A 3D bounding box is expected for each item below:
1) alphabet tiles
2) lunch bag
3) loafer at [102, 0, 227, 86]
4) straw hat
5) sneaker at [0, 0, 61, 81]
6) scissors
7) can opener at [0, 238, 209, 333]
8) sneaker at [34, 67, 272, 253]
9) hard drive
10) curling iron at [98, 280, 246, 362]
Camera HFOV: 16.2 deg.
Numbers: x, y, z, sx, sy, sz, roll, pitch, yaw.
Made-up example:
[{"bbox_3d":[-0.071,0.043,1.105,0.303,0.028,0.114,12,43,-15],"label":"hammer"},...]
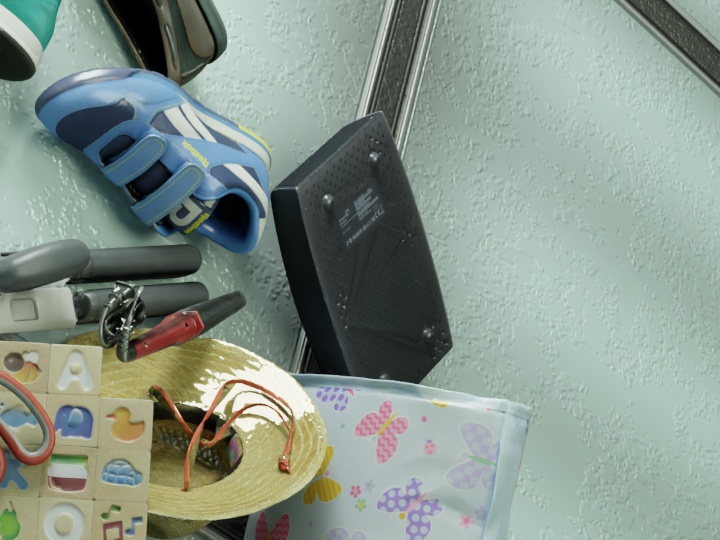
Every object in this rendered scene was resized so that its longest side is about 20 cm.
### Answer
[{"bbox_3d":[-0.212,0.137,1.537,0.166,0.006,0.201,3,67,-5],"label":"alphabet tiles"},{"bbox_3d":[0.027,0.163,1.700,0.127,0.200,0.170,17,79,-41],"label":"lunch bag"},{"bbox_3d":[-0.163,-0.214,1.740,0.200,0.072,0.063,56,50,-21],"label":"loafer"},{"bbox_3d":[-0.127,0.128,1.648,0.200,0.085,0.201,12,35,-9],"label":"straw hat"},{"bbox_3d":[-0.256,-0.230,1.629,0.200,0.083,0.121,48,52,-36],"label":"sneaker"},{"bbox_3d":[-0.269,0.051,1.528,0.073,0.014,0.200,-42,93,-13],"label":"scissors"},{"bbox_3d":[-0.168,0.007,1.662,0.200,0.067,0.054,-4,81,-48],"label":"can opener"},{"bbox_3d":[-0.133,-0.074,1.712,0.200,0.074,0.083,24,48,-39],"label":"sneaker"},{"bbox_3d":[0.000,0.000,1.835,0.135,0.042,0.201,-45,126,-45],"label":"hard drive"},{"bbox_3d":[-0.118,0.029,1.666,0.200,0.025,0.050,-7,106,-67],"label":"curling iron"}]
